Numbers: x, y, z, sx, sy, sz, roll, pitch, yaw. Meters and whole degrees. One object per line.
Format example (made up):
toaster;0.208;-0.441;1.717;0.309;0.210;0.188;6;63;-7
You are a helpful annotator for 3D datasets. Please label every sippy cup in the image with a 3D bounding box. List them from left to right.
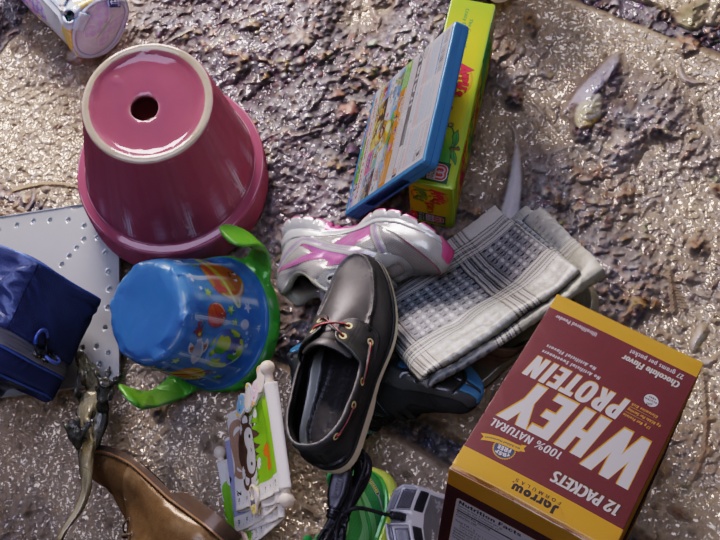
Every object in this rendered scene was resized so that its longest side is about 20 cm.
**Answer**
sippy cup;-0.166;0.046;1.102;0.138;0.130;0.181;1;83;30

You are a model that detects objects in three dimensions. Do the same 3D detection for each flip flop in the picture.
flip flop;0.133;0.059;1.093;0.198;0.058;0.082;-25;67;9

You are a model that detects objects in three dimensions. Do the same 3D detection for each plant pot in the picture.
plant pot;-0.196;-0.123;1.148;0.196;0.180;0.203;0;68;0

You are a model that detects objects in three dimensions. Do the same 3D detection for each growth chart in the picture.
growth chart;-0.099;0.179;1.046;0.017;0.201;0.147;-2;61;-24

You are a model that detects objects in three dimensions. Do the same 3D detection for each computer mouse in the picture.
computer mouse;0.053;0.233;1.025;0.197;0.044;0.111;20;58;-19

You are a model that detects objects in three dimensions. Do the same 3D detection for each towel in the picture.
towel;0.110;0.012;1.071;0.198;0.035;0.193;-32;24;-2

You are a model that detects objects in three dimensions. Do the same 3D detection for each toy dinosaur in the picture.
toy dinosaur;-0.258;0.147;1.080;0.047;0.089;0.202;10;48;-13

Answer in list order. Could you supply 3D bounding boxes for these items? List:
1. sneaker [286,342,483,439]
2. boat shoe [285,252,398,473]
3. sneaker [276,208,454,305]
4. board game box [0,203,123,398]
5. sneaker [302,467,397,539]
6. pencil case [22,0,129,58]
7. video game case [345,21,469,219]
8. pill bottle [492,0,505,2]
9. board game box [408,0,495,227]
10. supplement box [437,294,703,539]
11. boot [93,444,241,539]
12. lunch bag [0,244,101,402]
sneaker;0.025;0.116;1.082;0.197;0.073;0.083;6;109;28
boat shoe;-0.016;0.072;1.008;0.073;0.063;0.204;1;64;26
sneaker;0.000;0.000;1.111;0.197;0.081;0.089;-4;57;36
board game box;-0.346;0.035;1.218;0.196;0.026;0.203;-8;70;8
sneaker;-0.020;0.274;1.032;0.083;0.074;0.203;19;63;-21
pencil case;-0.355;-0.327;1.314;0.200;0.090;0.084;42;123;23
video game case;0.042;-0.141;1.122;0.018;0.200;0.145;19;73;-17
pill bottle;0.103;-0.383;1.231;0.112;0.112;0.200;-41;69;-5
board game box;0.093;-0.158;1.157;0.047;0.102;0.203;11;73;7
supplement box;0.164;0.174;0.941;0.131;0.202;0.198;25;52;18
boot;-0.206;0.229;1.076;0.198;0.074;0.076;24;68;35
lunch bag;-0.361;0.050;1.118;0.198;0.136;0.134;18;76;32
